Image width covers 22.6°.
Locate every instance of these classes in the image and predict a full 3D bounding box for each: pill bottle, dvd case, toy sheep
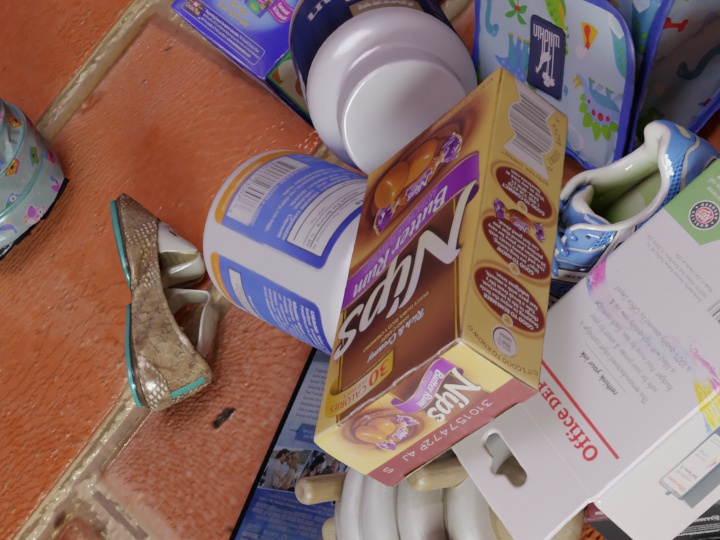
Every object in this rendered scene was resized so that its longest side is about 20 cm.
[{"bbox_3d":[0.000,0.000,1.120,0.200,0.112,0.112,25,78,47],"label":"pill bottle"},{"bbox_3d":[0.004,0.104,1.139,0.143,0.018,0.200,6,66,43],"label":"dvd case"},{"bbox_3d":[0.016,-0.128,1.187,0.111,0.111,0.200,-41,23,10],"label":"pill bottle"},{"bbox_3d":[0.044,0.136,0.996,0.200,0.138,0.138,-8,55,48],"label":"toy sheep"}]

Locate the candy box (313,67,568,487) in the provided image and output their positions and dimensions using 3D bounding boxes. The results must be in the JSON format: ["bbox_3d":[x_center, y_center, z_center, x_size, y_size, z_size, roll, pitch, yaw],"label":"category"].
[{"bbox_3d":[0.045,0.001,0.938,0.117,0.056,0.200,-38,30,39],"label":"candy box"}]

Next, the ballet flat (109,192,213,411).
[{"bbox_3d":[-0.140,0.018,1.303,0.065,0.071,0.200,-13,50,-1],"label":"ballet flat"}]

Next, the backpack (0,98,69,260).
[{"bbox_3d":[-0.341,-0.086,1.491,0.200,0.127,0.167,23,74,44],"label":"backpack"}]

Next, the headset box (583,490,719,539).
[{"bbox_3d":[0.205,0.067,0.951,0.149,0.077,0.200,-13,52,34],"label":"headset box"}]

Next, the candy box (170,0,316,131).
[{"bbox_3d":[-0.024,-0.227,1.361,0.200,0.077,0.169,-49,41,2],"label":"candy box"}]

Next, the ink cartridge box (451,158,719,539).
[{"bbox_3d":[0.147,0.056,0.900,0.200,0.067,0.117,-42,42,7],"label":"ink cartridge box"}]

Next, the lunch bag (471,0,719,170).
[{"bbox_3d":[0.163,-0.168,1.133,0.170,0.127,0.200,39,106,49],"label":"lunch bag"}]

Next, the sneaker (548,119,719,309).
[{"bbox_3d":[0.113,-0.008,0.972,0.200,0.077,0.076,-41,41,11],"label":"sneaker"}]
